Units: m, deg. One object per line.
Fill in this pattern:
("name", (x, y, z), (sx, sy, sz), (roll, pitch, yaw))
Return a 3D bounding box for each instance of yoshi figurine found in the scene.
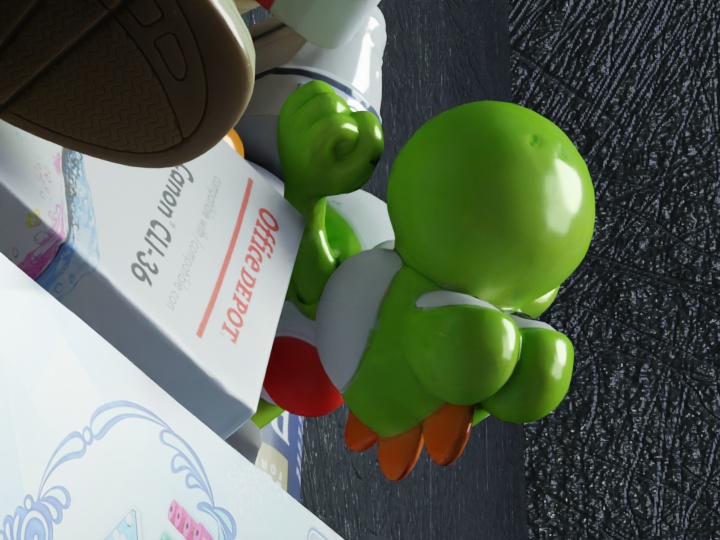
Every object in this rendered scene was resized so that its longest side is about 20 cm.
("yoshi figurine", (0.010, -0.011, 0.868), (0.200, 0.112, 0.112), (20, -54, 60))

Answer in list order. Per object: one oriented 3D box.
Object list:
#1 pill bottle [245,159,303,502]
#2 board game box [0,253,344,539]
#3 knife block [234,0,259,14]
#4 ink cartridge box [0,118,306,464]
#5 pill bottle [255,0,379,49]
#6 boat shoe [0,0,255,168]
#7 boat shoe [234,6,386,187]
("pill bottle", (-0.075, 0.066, 0.985), (0.111, 0.110, 0.201), (71, 18, -60))
("board game box", (-0.075, 0.118, 0.628), (0.199, 0.043, 0.201), (46, 47, -49))
("knife block", (-0.104, -0.137, 0.985), (0.175, 0.064, 0.201), (8, 61, -65))
("ink cartridge box", (-0.083, -0.011, 0.769), (0.200, 0.067, 0.117), (45, 24, -16))
("pill bottle", (-0.053, -0.172, 0.907), (0.112, 0.200, 0.112), (-52, -178, 3))
("boat shoe", (-0.104, -0.105, 0.695), (0.200, 0.073, 0.063), (41, 27, -16))
("boat shoe", (-0.044, -0.048, 1.071), (0.200, 0.073, 0.066), (-21, -135, 56))
